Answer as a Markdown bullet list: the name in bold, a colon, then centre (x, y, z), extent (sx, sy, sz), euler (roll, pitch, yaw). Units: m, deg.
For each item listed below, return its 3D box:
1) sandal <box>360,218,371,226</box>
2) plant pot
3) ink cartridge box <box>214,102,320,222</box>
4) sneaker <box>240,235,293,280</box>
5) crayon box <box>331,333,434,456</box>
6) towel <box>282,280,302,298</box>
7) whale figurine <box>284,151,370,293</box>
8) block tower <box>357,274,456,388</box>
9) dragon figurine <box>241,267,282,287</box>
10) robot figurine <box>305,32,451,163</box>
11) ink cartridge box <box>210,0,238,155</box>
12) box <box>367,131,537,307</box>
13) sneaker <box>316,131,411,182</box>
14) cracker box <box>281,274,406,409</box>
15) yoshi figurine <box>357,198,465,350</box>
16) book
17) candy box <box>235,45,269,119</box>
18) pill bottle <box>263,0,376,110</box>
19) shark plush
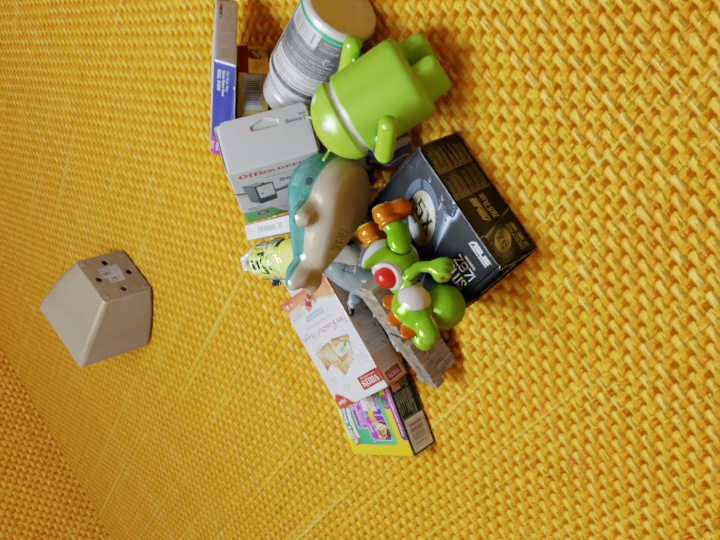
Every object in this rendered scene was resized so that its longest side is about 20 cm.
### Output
- **sandal**: centre (0.074, -0.003, 1.357), extent (0.202, 0.057, 0.080), euler (54, 166, 4)
- **plant pot**: centre (-0.604, 0.073, 2.119), extent (0.200, 0.198, 0.178), euler (49, 129, 20)
- **ink cartridge box**: centre (-0.132, -0.161, 1.379), extent (0.200, 0.144, 0.085), euler (82, 171, -73)
- **sneaker**: centre (-0.130, -0.011, 1.397), extent (0.200, 0.075, 0.077), euler (-5, 103, 69)
- **crayon box**: centre (0.022, 0.215, 1.545), extent (0.172, 0.058, 0.203), euler (-12, 100, 53)
- **towel**: centre (-0.065, 0.037, 1.514), extent (0.131, 0.035, 0.201), euler (-14, 116, 40)
- **whale figurine**: centre (-0.065, -0.071, 1.273), extent (0.103, 0.159, 0.203), euler (25, 97, 25)
- **block tower**: centre (0.072, 0.084, 1.356), extent (0.201, 0.058, 0.054), euler (57, 162, -25)
- **dragon figurine**: centre (-0.130, -0.023, 1.594), extent (0.198, 0.059, 0.101), euler (16, 119, 40)
- **robot figurine**: centre (0.019, -0.229, 1.204), extent (0.198, 0.116, 0.177), euler (-30, 61, 13)
- **ink cartridge box**: centre (-0.220, -0.290, 1.439), extent (0.198, 0.043, 0.202), euler (104, 166, -51)
- **box**: centre (0.122, -0.058, 1.255), extent (0.201, 0.086, 0.164), euler (57, 141, 11)
- **sneaker**: centre (0.005, -0.168, 1.352), extent (0.198, 0.080, 0.117), euler (25, 131, 49)
- **cracker box**: centre (-0.029, 0.109, 1.447), extent (0.134, 0.057, 0.202), euler (-33, 87, 46)
- **yoshi figurine**: centre (0.078, 0.008, 1.219), extent (0.111, 0.112, 0.202), euler (-26, 71, 14)
- **book**: centre (-0.079, -0.085, 1.439), extent (0.199, 0.132, 0.049), euler (-7, 96, 52)
- **candy box**: centre (-0.181, -0.255, 1.490), extent (0.117, 0.055, 0.202), euler (-102, 14, -55)
- **pill bottle**: centre (-0.067, -0.318, 1.317), extent (0.114, 0.112, 0.200), euler (56, 142, 11)
- **shark plush**: centre (0.003, 0.037, 1.393), extent (0.201, 0.083, 0.091), euler (59, 165, -21)
